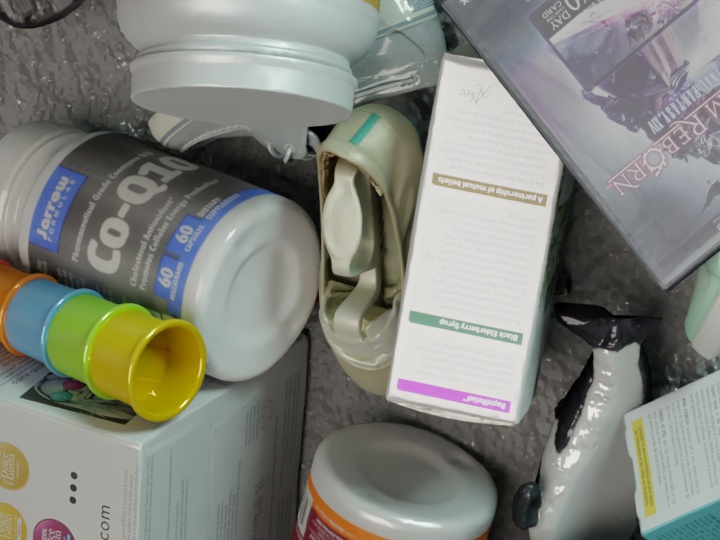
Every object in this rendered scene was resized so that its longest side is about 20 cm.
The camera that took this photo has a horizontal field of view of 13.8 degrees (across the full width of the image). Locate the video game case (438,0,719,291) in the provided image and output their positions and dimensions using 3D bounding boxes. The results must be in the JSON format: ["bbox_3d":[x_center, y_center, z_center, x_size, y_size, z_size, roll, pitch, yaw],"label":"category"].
[{"bbox_3d":[0.155,-0.111,1.573,0.143,0.019,0.200,-40,80,15],"label":"video game case"}]

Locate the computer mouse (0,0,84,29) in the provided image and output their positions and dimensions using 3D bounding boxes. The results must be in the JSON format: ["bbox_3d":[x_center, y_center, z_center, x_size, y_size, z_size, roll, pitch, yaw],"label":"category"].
[{"bbox_3d":[-0.130,-0.189,1.766,0.200,0.046,0.141,-34,95,29],"label":"computer mouse"}]

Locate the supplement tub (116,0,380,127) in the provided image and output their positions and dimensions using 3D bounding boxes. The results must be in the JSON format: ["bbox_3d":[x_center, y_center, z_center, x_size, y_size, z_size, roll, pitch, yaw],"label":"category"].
[{"bbox_3d":[-0.058,-0.187,1.626,0.144,0.145,0.200,1,83,28],"label":"supplement tub"}]

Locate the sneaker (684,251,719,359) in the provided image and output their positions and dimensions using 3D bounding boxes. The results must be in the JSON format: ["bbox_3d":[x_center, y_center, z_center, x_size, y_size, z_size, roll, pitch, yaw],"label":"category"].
[{"bbox_3d":[0.179,-0.058,1.624,0.118,0.074,0.201,17,107,15],"label":"sneaker"}]

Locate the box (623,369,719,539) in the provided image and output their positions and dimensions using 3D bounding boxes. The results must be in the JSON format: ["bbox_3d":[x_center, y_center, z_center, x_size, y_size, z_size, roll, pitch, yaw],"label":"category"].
[{"bbox_3d":[0.243,0.083,1.624,0.200,0.082,0.049,-27,139,27],"label":"box"}]

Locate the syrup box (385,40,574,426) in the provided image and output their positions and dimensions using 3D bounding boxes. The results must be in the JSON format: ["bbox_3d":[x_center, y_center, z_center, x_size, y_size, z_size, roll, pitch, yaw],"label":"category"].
[{"bbox_3d":[0.072,-0.021,1.663,0.081,0.079,0.200,12,102,10],"label":"syrup box"}]

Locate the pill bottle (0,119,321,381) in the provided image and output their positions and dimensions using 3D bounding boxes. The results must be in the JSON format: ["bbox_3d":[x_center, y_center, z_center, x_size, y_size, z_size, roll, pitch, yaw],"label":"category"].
[{"bbox_3d":[-0.131,-0.017,1.773,0.200,0.114,0.114,22,119,35],"label":"pill bottle"}]

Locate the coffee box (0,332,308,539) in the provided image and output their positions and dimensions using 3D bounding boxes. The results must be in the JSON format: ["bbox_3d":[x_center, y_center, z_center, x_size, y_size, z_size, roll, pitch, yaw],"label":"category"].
[{"bbox_3d":[-0.169,0.132,1.814,0.197,0.200,0.200,16,116,24],"label":"coffee box"}]

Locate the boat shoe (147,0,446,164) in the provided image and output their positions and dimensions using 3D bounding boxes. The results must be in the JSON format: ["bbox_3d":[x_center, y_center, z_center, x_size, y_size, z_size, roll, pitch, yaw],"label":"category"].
[{"bbox_3d":[-0.035,-0.098,1.729,0.201,0.070,0.072,-22,92,30],"label":"boat shoe"}]

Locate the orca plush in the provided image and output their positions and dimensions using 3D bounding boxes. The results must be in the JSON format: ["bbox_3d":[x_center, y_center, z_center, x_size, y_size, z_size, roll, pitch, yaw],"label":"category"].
[{"bbox_3d":[0.120,0.094,1.718,0.071,0.105,0.200,51,157,48],"label":"orca plush"}]

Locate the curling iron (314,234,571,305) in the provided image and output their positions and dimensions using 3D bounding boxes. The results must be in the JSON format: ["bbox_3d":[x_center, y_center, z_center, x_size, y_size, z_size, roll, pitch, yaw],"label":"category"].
[{"bbox_3d":[0.029,0.003,1.759,0.200,0.026,0.050,6,113,26],"label":"curling iron"}]

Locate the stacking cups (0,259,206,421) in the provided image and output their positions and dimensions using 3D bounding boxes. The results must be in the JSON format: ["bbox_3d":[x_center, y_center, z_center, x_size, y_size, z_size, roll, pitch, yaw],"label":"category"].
[{"bbox_3d":[-0.179,0.035,1.721,0.200,0.060,0.061,16,117,40],"label":"stacking cups"}]

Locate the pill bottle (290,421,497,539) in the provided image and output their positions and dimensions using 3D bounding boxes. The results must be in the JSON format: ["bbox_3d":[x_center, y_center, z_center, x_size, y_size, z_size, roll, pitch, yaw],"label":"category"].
[{"bbox_3d":[0.005,0.203,1.798,0.114,0.114,0.200,25,119,18],"label":"pill bottle"}]

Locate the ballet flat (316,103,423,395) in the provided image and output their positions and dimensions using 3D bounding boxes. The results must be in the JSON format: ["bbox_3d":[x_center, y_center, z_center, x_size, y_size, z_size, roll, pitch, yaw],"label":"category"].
[{"bbox_3d":[0.000,0.000,1.712,0.069,0.069,0.200,14,125,24],"label":"ballet flat"}]
